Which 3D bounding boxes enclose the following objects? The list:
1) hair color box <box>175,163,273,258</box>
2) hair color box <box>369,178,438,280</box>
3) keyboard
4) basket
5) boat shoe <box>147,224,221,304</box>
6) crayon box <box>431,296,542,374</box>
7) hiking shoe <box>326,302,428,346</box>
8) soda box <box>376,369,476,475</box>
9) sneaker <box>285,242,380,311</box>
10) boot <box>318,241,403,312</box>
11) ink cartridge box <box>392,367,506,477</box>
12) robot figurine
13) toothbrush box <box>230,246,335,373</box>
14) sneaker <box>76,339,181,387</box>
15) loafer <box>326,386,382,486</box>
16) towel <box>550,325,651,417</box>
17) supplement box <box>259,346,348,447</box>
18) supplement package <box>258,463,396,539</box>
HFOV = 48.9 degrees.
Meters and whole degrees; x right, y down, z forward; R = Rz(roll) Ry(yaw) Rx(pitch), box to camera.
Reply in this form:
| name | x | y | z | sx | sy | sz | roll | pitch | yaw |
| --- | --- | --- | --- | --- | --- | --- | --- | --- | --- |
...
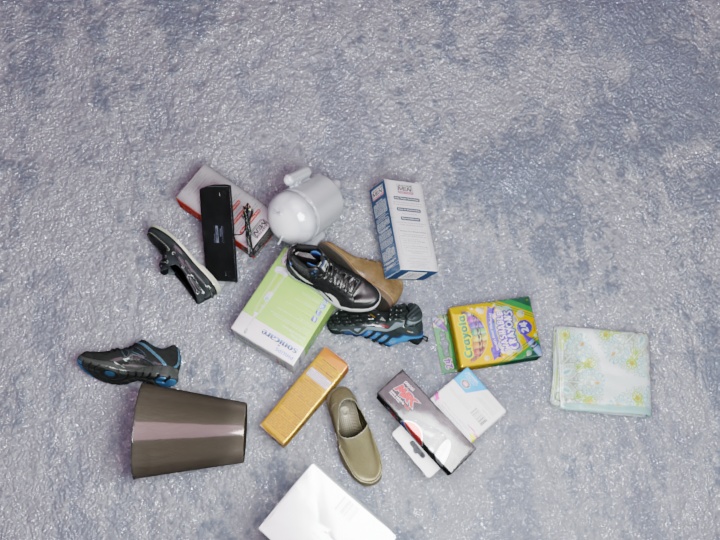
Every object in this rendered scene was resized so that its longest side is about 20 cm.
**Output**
| name | x | y | z | sx | sy | sz | roll | pitch | yaw |
| --- | --- | --- | --- | --- | --- | --- | --- | --- | --- |
| hair color box | -0.275 | -0.124 | 1.660 | 0.200 | 0.061 | 0.102 | 35 | 75 | 10 |
| hair color box | 0.089 | -0.083 | 1.638 | 0.100 | 0.060 | 0.200 | 3 | 69 | -34 |
| keyboard | -0.265 | -0.074 | 1.602 | 0.127 | 0.021 | 0.200 | 4 | 104 | 24 |
| basket | -0.316 | 0.304 | 1.489 | 0.199 | 0.136 | 0.181 | 3 | 67 | -4 |
| boat shoe | -0.375 | -0.009 | 1.614 | 0.199 | 0.075 | 0.066 | 46 | 64 | 2 |
| crayon box | 0.254 | 0.131 | 1.600 | 0.200 | 0.052 | 0.126 | -8 | 73 | -4 |
| hiking shoe | 0.030 | 0.121 | 1.584 | 0.200 | 0.087 | 0.074 | -3 | 33 | 18 |
| soda box | 0.120 | 0.282 | 1.471 | 0.071 | 0.063 | 0.200 | -41 | 75 | -13 |
| sneaker | -0.054 | 0.014 | 1.508 | 0.200 | 0.112 | 0.073 | 24 | 73 | 4 |
| boot | 0.000 | 0.000 | 1.635 | 0.200 | 0.074 | 0.075 | 39 | 57 | 6 |
| ink cartridge box | 0.168 | 0.298 | 1.535 | 0.200 | 0.068 | 0.115 | -38 | 75 | -13 |
| robot figurine | -0.112 | -0.124 | 1.608 | 0.113 | 0.170 | 0.200 | 0 | 25 | 35 |
| toothbrush box | -0.142 | 0.079 | 1.586 | 0.145 | 0.086 | 0.200 | 30 | 73 | 7 |
| sneaker | -0.453 | 0.179 | 1.563 | 0.200 | 0.073 | 0.082 | 9 | 56 | -5 |
| loafer | -0.013 | 0.320 | 1.507 | 0.076 | 0.067 | 0.200 | -24 | 91 | -8 |
| towel | 0.481 | 0.202 | 1.587 | 0.199 | 0.048 | 0.172 | 6 | 73 | 0 |
| supplement box | -0.108 | 0.247 | 1.545 | 0.069 | 0.067 | 0.200 | 36 | 74 | 9 |
| supplement package | -0.058 | 0.465 | 1.407 | 0.191 | 0.200 | 0.147 | 40 | 75 | 9 |
